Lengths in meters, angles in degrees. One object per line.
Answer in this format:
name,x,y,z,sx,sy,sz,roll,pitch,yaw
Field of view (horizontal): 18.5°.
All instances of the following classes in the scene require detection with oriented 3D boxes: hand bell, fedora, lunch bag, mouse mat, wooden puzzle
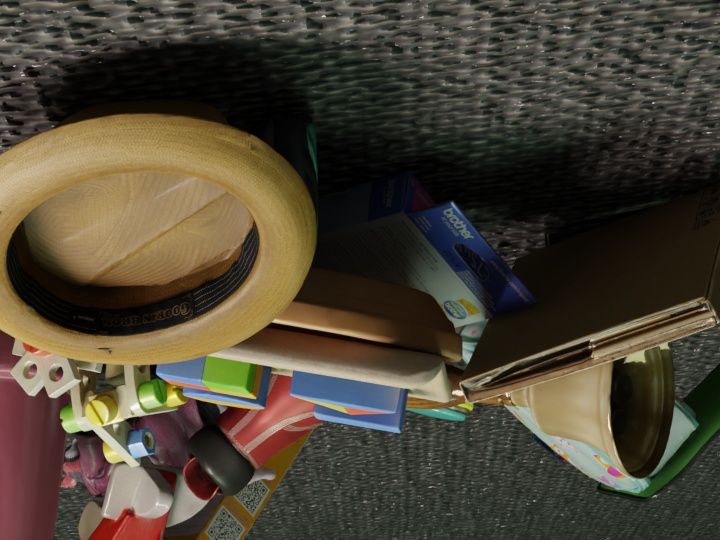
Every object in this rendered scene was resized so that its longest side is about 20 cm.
hand bell,0.090,0.075,1.422,0.199,0.105,0.104,2,171,30
fedora,-0.120,-0.033,1.167,0.200,0.082,0.201,-2,139,-2
lunch bag,0.142,0.079,1.551,0.160,0.077,0.200,39,175,-5
mouse mat,0.253,0.091,1.564,0.200,0.008,0.161,-45,-177,-7
wooden puzzle,-0.041,0.062,1.314,0.184,0.047,0.200,9,176,6

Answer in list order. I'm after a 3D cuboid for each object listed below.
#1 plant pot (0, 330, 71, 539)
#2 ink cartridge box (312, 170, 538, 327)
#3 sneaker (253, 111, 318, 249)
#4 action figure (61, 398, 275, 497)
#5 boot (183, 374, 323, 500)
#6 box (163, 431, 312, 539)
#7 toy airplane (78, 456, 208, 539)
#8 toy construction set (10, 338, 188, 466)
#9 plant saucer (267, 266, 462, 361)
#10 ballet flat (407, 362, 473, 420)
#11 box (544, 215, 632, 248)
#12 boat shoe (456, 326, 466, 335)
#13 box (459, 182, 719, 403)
plant pot,-0.288,0.132,1.554,0.199,0.180,0.200,-5,164,-2
ink cartridge box,0.000,0.000,1.397,0.199,0.042,0.119,-13,139,29
sneaker,-0.069,-0.036,1.254,0.087,0.075,0.200,-1,165,-4
action figure,-0.156,0.134,1.715,0.200,0.149,0.134,-30,162,24
boot,-0.067,0.104,1.605,0.144,0.072,0.200,-43,177,4
box,-0.109,0.161,1.755,0.119,0.200,0.042,-13,123,49
toy airplane,-0.165,0.231,1.610,0.141,0.201,0.199,36,135,-25
toy construction set,-0.178,0.044,1.379,0.092,0.132,0.200,-10,164,10
plant saucer,-0.036,0.020,1.306,0.199,0.038,0.200,10,176,1
ballet flat,0.032,0.080,1.694,0.067,0.067,0.200,16,170,-19
box,0.242,-0.006,1.546,0.199,0.050,0.160,-11,166,14
boat shoe,0.015,0.025,1.567,0.067,0.057,0.200,-51,152,16
box,0.154,0.011,1.381,0.163,0.021,0.200,-21,-164,22
